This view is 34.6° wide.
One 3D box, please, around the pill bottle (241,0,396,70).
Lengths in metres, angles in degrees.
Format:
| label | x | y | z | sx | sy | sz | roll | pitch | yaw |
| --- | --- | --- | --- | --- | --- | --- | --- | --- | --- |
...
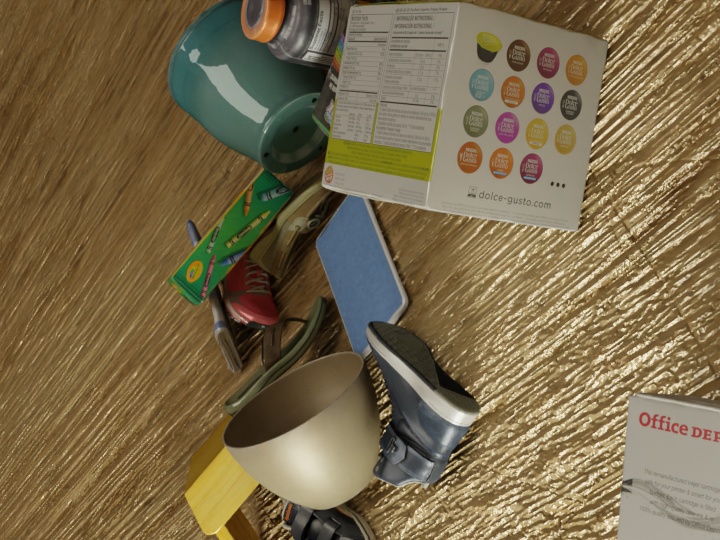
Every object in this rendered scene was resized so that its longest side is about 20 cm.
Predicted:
| label | x | y | z | sx | sy | sz | roll | pitch | yaw |
| --- | --- | --- | --- | --- | --- | --- | --- | --- | --- |
| pill bottle | -0.049 | -0.308 | 1.448 | 0.106 | 0.198 | 0.108 | -12 | 76 | 55 |

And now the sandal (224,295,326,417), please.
| label | x | y | z | sx | sy | sz | roll | pitch | yaw |
| --- | --- | --- | --- | --- | --- | --- | --- | --- | --- |
| sandal | -0.116 | 0.108 | 1.543 | 0.201 | 0.057 | 0.080 | -47 | 7 | -9 |

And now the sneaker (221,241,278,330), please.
| label | x | y | z | sx | sy | sz | roll | pitch | yaw |
| --- | --- | --- | --- | --- | --- | --- | --- | --- | --- |
| sneaker | -0.167 | 0.005 | 1.700 | 0.087 | 0.073 | 0.201 | -61 | 40 | 29 |

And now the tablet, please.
| label | x | y | z | sx | sy | sz | roll | pitch | yaw |
| --- | --- | --- | --- | --- | --- | --- | --- | --- | --- |
| tablet | 0.000 | 0.000 | 1.502 | 0.130 | 0.014 | 0.202 | -52 | 47 | 39 |

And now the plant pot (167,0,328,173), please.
| label | x | y | z | sx | sy | sz | roll | pitch | yaw |
| --- | --- | --- | --- | --- | --- | --- | --- | --- | --- |
| plant pot | -0.134 | -0.240 | 1.589 | 0.188 | 0.199 | 0.201 | 49 | 127 | 29 |

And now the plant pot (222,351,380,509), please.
| label | x | y | z | sx | sy | sz | roll | pitch | yaw |
| --- | --- | --- | --- | --- | --- | --- | --- | --- | --- |
| plant pot | -0.053 | 0.212 | 1.428 | 0.199 | 0.200 | 0.136 | -6 | 118 | 56 |

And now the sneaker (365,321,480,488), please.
| label | x | y | z | sx | sy | sz | roll | pitch | yaw |
| --- | --- | --- | --- | --- | --- | --- | --- | --- | --- |
| sneaker | 0.044 | 0.163 | 1.358 | 0.203 | 0.076 | 0.148 | 49 | 123 | 46 |

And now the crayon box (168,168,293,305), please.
| label | x | y | z | sx | sy | sz | roll | pitch | yaw |
| --- | --- | --- | --- | --- | --- | --- | --- | --- | --- |
| crayon box | -0.184 | -0.045 | 1.624 | 0.201 | 0.058 | 0.119 | -51 | 7 | -10 |

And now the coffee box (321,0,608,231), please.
| label | x | y | z | sx | sy | sz | roll | pitch | yaw |
| --- | --- | --- | --- | --- | --- | --- | --- | --- | --- |
| coffee box | 0.105 | -0.161 | 1.198 | 0.199 | 0.198 | 0.201 | 17 | 99 | 56 |

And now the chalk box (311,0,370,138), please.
| label | x | y | z | sx | sy | sz | roll | pitch | yaw |
| --- | --- | --- | --- | --- | --- | --- | --- | --- | --- |
| chalk box | 0.033 | -0.197 | 1.383 | 0.125 | 0.123 | 0.202 | 51 | 128 | 45 |

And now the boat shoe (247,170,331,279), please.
| label | x | y | z | sx | sy | sz | roll | pitch | yaw |
| --- | --- | --- | --- | --- | --- | --- | --- | --- | --- |
| boat shoe | -0.086 | -0.062 | 1.605 | 0.201 | 0.063 | 0.073 | -46 | 6 | 39 |

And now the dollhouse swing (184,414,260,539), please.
| label | x | y | z | sx | sy | sz | roll | pitch | yaw |
| --- | --- | --- | --- | --- | --- | --- | --- | --- | --- |
| dollhouse swing | -0.142 | 0.300 | 1.591 | 0.182 | 0.176 | 0.200 | -48 | 6 | 0 |

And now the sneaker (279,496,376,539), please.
| label | x | y | z | sx | sy | sz | roll | pitch | yaw |
| --- | --- | --- | --- | --- | --- | --- | --- | --- | --- |
| sneaker | -0.052 | 0.326 | 1.483 | 0.200 | 0.079 | 0.079 | 45 | 121 | 47 |

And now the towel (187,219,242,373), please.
| label | x | y | z | sx | sy | sz | roll | pitch | yaw |
| --- | --- | --- | --- | --- | --- | --- | --- | --- | --- |
| towel | -0.223 | 0.041 | 1.750 | 0.147 | 0.024 | 0.202 | 82 | 169 | -62 |

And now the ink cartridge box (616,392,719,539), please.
| label | x | y | z | sx | sy | sz | roll | pitch | yaw |
| --- | --- | --- | --- | --- | --- | --- | --- | --- | --- |
| ink cartridge box | 0.295 | 0.212 | 0.968 | 0.144 | 0.083 | 0.203 | 5 | 90 | 57 |
